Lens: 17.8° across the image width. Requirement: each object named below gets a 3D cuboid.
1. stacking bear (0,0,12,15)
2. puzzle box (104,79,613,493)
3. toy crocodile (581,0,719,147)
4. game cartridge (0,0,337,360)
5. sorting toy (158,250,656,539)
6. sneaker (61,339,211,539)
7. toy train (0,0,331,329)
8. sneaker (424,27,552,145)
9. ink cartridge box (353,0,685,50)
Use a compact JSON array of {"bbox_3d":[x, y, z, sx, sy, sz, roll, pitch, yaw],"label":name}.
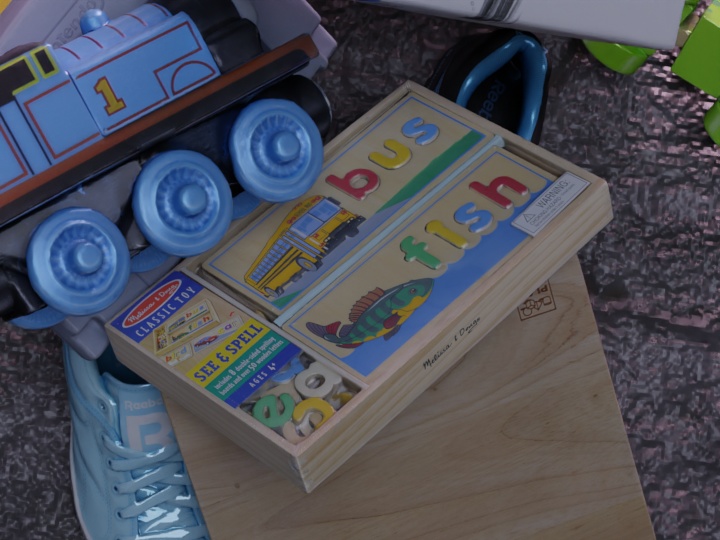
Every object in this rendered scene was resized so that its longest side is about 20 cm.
[{"bbox_3d":[-0.177,-0.093,1.095,0.199,0.114,0.122,-32,111,-21],"label":"stacking bear"},{"bbox_3d":[0.000,0.000,1.031,0.200,0.026,0.133,-41,48,-24],"label":"puzzle box"},{"bbox_3d":[0.178,-0.118,1.174,0.200,0.062,0.068,37,120,1],"label":"toy crocodile"},{"bbox_3d":[-0.110,-0.077,1.056,0.133,0.041,0.200,44,68,-18],"label":"game cartridge"},{"bbox_3d":[0.025,0.098,1.096,0.199,0.070,0.200,-18,108,-3],"label":"sorting toy"},{"bbox_3d":[-0.108,0.079,1.099,0.073,0.082,0.201,-15,86,-8],"label":"sneaker"},{"bbox_3d":[-0.104,-0.055,0.993,0.199,0.087,0.115,-31,98,-28],"label":"toy train"},{"bbox_3d":[0.036,-0.031,1.133,0.073,0.082,0.201,22,83,-9],"label":"sneaker"},{"bbox_3d":[0.032,-0.158,1.030,0.199,0.146,0.085,7,98,-28],"label":"ink cartridge box"}]
